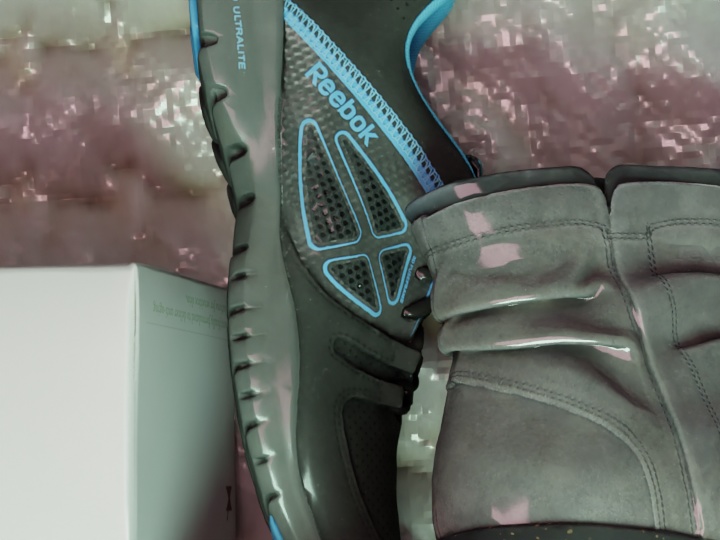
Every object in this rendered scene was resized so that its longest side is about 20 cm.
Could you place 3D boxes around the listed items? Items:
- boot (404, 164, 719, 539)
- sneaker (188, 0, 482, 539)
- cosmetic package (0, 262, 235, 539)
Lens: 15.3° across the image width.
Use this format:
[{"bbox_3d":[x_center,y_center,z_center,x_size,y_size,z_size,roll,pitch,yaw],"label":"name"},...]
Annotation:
[{"bbox_3d":[0.111,0.036,0.734,0.199,0.070,0.132,8,71,-20],"label":"boot"},{"bbox_3d":[0.000,0.000,0.763,0.082,0.073,0.201,-6,88,-3],"label":"sneaker"},{"bbox_3d":[-0.144,0.044,0.783,0.199,0.108,0.085,-2,85,11],"label":"cosmetic package"}]
